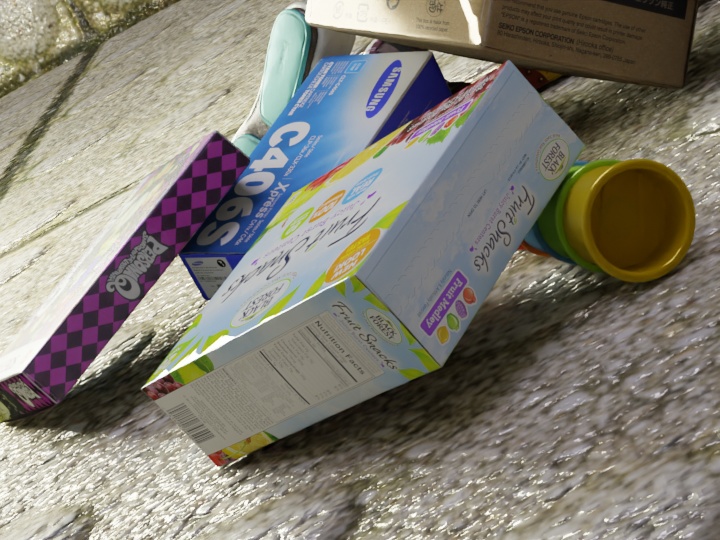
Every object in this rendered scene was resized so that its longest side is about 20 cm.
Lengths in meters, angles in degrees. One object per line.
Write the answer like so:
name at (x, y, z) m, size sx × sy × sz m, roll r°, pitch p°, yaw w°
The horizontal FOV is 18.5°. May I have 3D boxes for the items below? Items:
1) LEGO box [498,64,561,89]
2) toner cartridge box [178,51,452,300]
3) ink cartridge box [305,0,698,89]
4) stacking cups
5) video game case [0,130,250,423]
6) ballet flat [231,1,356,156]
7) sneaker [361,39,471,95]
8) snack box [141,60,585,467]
LEGO box at (0.179, -0.218, 1.616) m, size 0.199 × 0.077 × 0.149 m, roll -28°, pitch 14°, yaw 5°
toner cartridge box at (-0.026, -0.062, 1.422) m, size 0.095 × 0.043 × 0.200 m, roll 1°, pitch 43°, yaw 36°
ink cartridge box at (0.087, -0.170, 1.395) m, size 0.164 × 0.076 × 0.200 m, roll 6°, pitch 5°, yaw -36°
stacking cups at (0.111, -0.029, 1.155) m, size 0.060 × 0.061 × 0.200 m, roll -32°, pitch 10°, yaw -10°
video game case at (-0.165, 0.008, 1.428) m, size 0.200 × 0.036 × 0.181 m, roll -53°, pitch 12°, yaw -18°
ballet flat at (-0.050, -0.095, 1.555) m, size 0.069 × 0.069 × 0.201 m, roll -65°, pitch -3°, yaw -67°
sneaker at (0.052, -0.116, 1.552) m, size 0.115 × 0.076 × 0.200 m, roll -16°, pitch 29°, yaw 26°
snack box at (0.000, 0.000, 1.120) m, size 0.200 × 0.068 × 0.169 m, roll -30°, pitch 19°, yaw 51°
